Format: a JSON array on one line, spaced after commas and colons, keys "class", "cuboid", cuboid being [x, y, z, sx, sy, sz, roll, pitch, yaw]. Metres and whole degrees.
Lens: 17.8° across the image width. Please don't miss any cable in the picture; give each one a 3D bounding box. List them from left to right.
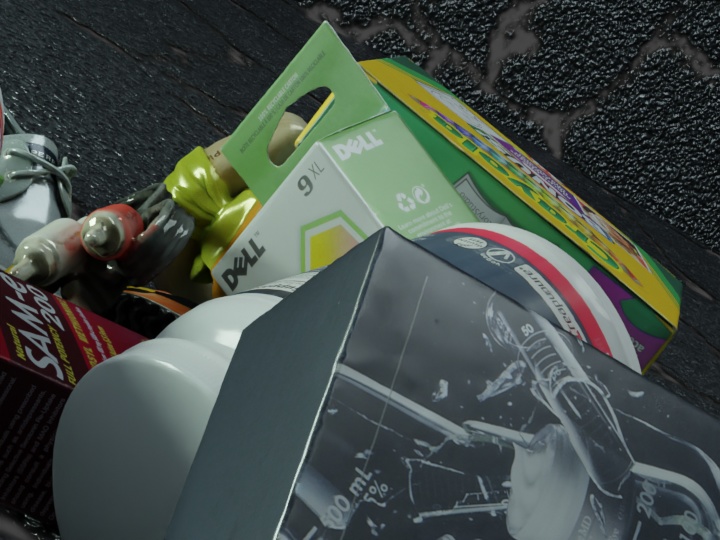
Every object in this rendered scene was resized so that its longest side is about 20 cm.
[{"class": "cable", "cuboid": [-0.114, -0.025, 1.074, 0.050, 0.097, 0.200, 54, 17, -12]}]

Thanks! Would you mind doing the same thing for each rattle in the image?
[{"class": "rattle", "cuboid": [-0.020, 0.026, 1.211, 0.143, 0.130, 0.201, 28, -32, 46]}]

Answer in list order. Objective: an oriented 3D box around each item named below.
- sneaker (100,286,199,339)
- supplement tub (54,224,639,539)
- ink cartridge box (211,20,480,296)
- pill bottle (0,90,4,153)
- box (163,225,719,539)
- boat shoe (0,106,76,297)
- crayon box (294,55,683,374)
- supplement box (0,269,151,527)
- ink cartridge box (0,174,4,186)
[{"class": "sneaker", "cuboid": [-0.045, 0.065, 1.114, 0.199, 0.070, 0.090, 30, 13, 4]}, {"class": "supplement tub", "cuboid": [0.000, 0.068, 0.866, 0.199, 0.141, 0.140, -18, 47, -44]}, {"class": "ink cartridge box", "cuboid": [0.000, 0.000, 1.035, 0.059, 0.104, 0.200, -25, 73, -45]}, {"class": "pill bottle", "cuboid": [-0.190, -0.014, 0.818, 0.111, 0.112, 0.200, 29, 26, -18]}, {"class": "box", "cuboid": [0.030, 0.125, 0.694, 0.181, 0.201, 0.104, 28, -31, -17]}, {"class": "boat shoe", "cuboid": [-0.184, -0.041, 1.177, 0.070, 0.072, 0.201, 25, 14, -38]}, {"class": "crayon box", "cuboid": [0.071, -0.026, 1.170, 0.200, 0.058, 0.173, 39, 9, 3]}, {"class": "supplement box", "cuboid": [-0.118, 0.061, 0.956, 0.199, 0.061, 0.109, 27, 13, -29]}, {"class": "ink cartridge box", "cuboid": [-0.265, -0.057, 1.025, 0.117, 0.068, 0.200, 38, 11, 23]}]
